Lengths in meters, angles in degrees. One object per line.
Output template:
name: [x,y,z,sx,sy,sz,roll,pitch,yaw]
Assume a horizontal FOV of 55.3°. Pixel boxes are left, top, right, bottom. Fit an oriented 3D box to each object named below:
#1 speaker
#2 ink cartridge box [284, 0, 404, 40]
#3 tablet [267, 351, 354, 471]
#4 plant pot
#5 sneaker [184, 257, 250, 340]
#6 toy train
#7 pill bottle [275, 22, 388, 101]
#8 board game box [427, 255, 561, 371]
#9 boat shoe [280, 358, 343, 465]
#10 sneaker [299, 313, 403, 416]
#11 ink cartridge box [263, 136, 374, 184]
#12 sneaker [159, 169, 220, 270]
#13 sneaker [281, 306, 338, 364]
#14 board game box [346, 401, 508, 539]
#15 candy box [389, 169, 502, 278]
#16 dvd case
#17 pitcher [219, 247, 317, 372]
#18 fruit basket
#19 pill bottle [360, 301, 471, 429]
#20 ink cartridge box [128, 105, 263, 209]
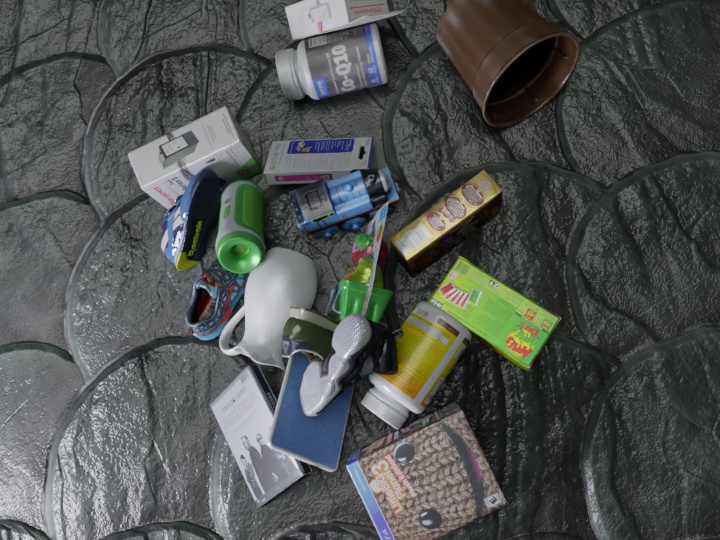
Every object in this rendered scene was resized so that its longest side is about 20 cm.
speaker: [-0.210,-0.082,1.218,0.088,0.089,0.200,-17,36,5]
ink cartridge box: [-0.029,-0.485,1.277,0.200,0.116,0.068,4,113,44]
tablet: [-0.074,0.214,1.125,0.130,0.014,0.200,28,54,-23]
plant pot: [0.250,-0.399,1.228,0.200,0.200,0.198,-32,65,0]
sneaker: [-0.252,0.028,1.236,0.079,0.096,0.200,19,79,13]
toy train: [-0.026,-0.123,1.230,0.200,0.114,0.087,-19,73,4]
pill bottle: [-0.054,-0.391,1.308,0.200,0.114,0.114,-12,73,6]
board game box: [0.225,0.073,1.170,0.200,0.048,0.102,33,83,16]
boat shoe: [-0.086,0.232,1.175,0.074,0.063,0.202,-43,56,38]
sneaker: [-0.010,0.157,1.070,0.200,0.114,0.076,-58,39,26]
ink cartridge box: [-0.075,-0.206,1.284,0.200,0.037,0.095,-2,48,11]
sneaker: [-0.321,-0.100,1.263,0.082,0.074,0.200,37,114,27]
sneaker: [-0.050,0.135,1.140,0.067,0.200,0.090,-3,64,53]
board game box: [0.103,0.325,1.081,0.200,0.097,0.160,-27,85,1]
candy box: [0.150,-0.077,1.187,0.200,0.117,0.056,-38,73,-2]
dvd case: [-0.171,0.277,1.149,0.150,0.025,0.200,-44,67,38]
pitcher: [-0.168,0.064,1.210,0.171,0.121,0.200,7,74,39]
fruit basket: [0.000,0.000,1.159,0.094,0.185,0.200,8,78,-11]
pill bottle: [0.088,0.159,1.138,0.109,0.109,0.200,34,82,16]
ink cartridge box: [-0.303,-0.202,1.281,0.200,0.146,0.084,-25,74,2]
